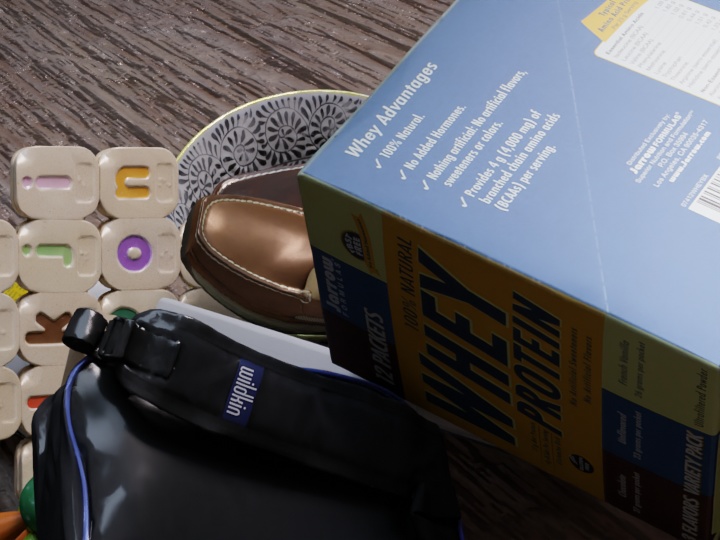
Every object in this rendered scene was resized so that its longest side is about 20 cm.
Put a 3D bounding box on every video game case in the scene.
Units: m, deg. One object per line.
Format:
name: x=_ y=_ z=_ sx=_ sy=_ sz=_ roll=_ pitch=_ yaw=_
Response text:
video game case: x=0.015 y=0.065 z=1.015 sx=0.200 sy=0.023 sz=0.182 roll=14 pitch=-5 yaw=46

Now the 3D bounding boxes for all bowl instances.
bowl: x=-0.025 y=-0.011 z=1.208 sx=0.200 sy=0.094 sz=0.201 roll=0 pitch=51 yaw=0

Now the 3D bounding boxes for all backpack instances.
backpack: x=-0.050 y=0.131 z=0.844 sx=0.190 sy=0.201 sz=0.154 roll=4 pitch=-20 yaw=-22

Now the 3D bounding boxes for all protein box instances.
protein box: x=0.115 y=-0.025 z=0.846 sx=0.200 sy=0.135 sz=0.199 roll=25 pitch=58 yaw=25

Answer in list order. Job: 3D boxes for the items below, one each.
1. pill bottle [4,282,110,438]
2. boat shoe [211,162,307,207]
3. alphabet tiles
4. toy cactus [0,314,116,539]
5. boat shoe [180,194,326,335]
pill bottle: x=-0.196 y=0.046 z=1.175 sx=0.112 sy=0.113 sz=0.200 roll=-29 pitch=28 yaw=-33
boat shoe: x=0.006 y=-0.042 z=1.127 sx=0.199 sy=0.070 sz=0.071 roll=0 pitch=51 yaw=4
alphabet tiles: x=-0.147 y=0.031 z=1.064 sx=0.195 sy=0.201 sz=0.015 roll=-2 pitch=4 yaw=-32
toy cactus: x=-0.128 y=0.096 z=0.990 sx=0.102 sy=0.165 sz=0.200 roll=33 pitch=52 yaw=24
boat shoe: x=0.000 y=0.000 z=1.061 sx=0.074 sy=0.200 sz=0.076 roll=-35 pitch=42 yaw=52
